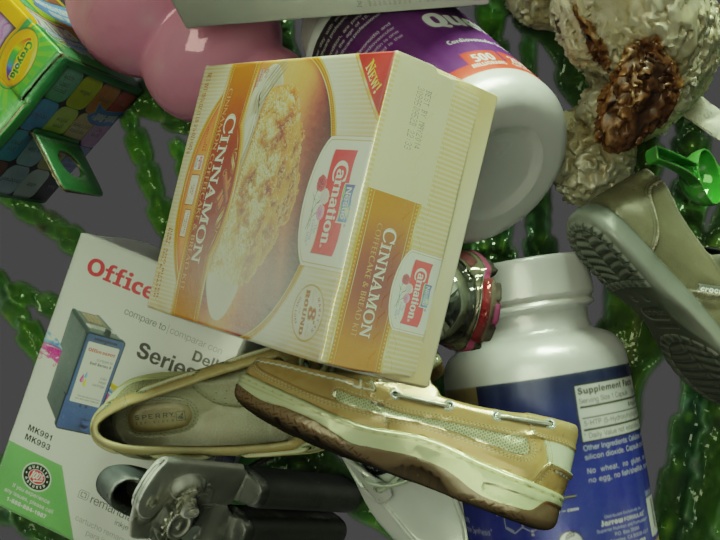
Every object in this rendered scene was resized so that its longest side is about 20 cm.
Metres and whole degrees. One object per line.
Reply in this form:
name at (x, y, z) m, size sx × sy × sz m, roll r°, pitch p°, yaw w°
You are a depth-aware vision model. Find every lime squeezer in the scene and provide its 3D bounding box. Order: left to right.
lime squeezer at (0.249, -0.067, 0.723) m, size 0.198 × 0.071 × 0.038 m, roll -1°, pitch 63°, yaw -20°

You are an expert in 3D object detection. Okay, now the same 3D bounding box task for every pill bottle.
pill bottle at (0.036, -0.114, 0.728) m, size 0.112 × 0.112 × 0.200 m, roll -45°, pitch 46°, yaw 9°
pill bottle at (0.115, 0.095, 0.724) m, size 0.118 × 0.120 × 0.202 m, roll -10°, pitch 84°, yaw 14°

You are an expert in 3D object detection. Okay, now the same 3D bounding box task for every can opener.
can opener at (-0.082, 0.145, 0.744) m, size 0.067 × 0.199 × 0.054 m, roll 26°, pitch 95°, yaw 37°

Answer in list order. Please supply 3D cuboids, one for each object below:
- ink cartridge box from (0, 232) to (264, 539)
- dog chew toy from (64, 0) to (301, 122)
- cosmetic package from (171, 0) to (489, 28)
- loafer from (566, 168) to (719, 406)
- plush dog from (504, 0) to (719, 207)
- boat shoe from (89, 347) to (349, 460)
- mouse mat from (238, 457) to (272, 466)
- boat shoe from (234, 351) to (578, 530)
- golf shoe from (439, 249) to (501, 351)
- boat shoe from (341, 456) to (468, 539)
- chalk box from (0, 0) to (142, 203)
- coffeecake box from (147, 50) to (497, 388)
ink cartridge box at (-0.152, 0.091, 0.805) m, size 0.144 × 0.087 × 0.202 m, roll 21°, pitch 91°, yaw 14°
dog chew toy at (-0.112, -0.163, 0.801) m, size 0.200 × 0.125 × 0.125 m, roll 44°, pitch 98°, yaw 4°
cosmetic package at (-0.021, -0.220, 0.693) m, size 0.198 × 0.081 × 0.114 m, roll -2°, pitch 62°, yaw 11°
loafer at (0.212, 0.017, 0.701) m, size 0.200 × 0.075 × 0.070 m, roll 46°, pitch 76°, yaw -19°
plush dog at (0.169, -0.152, 0.694) m, size 0.159 × 0.172 × 0.202 m, roll -13°, pitch 83°, yaw 13°
boat shoe at (-0.066, 0.084, 0.715) m, size 0.198 × 0.063 × 0.074 m, roll -5°, pitch 91°, yaw 2°
mouse mat at (-0.082, 0.054, 0.836) m, size 0.199 × 0.008 × 0.162 m, roll -30°, pitch 81°, yaw 10°
boat shoe at (0.028, 0.081, 0.662) m, size 0.198 × 0.072 × 0.077 m, roll 20°, pitch 80°, yaw 6°
golf shoe at (0.000, 0.000, 0.725) m, size 0.199 × 0.091 × 0.073 m, roll 13°, pitch 94°, yaw 59°
boat shoe at (0.015, 0.123, 0.773) m, size 0.073 × 0.067 × 0.201 m, roll -37°, pitch 83°, yaw 11°
chalk box at (-0.255, -0.135, 0.831) m, size 0.200 × 0.125 × 0.124 m, roll 45°, pitch 99°, yaw 11°
coffeecake box at (-0.030, -0.033, 0.636) m, size 0.199 × 0.073 × 0.155 m, roll 10°, pitch 86°, yaw 55°
